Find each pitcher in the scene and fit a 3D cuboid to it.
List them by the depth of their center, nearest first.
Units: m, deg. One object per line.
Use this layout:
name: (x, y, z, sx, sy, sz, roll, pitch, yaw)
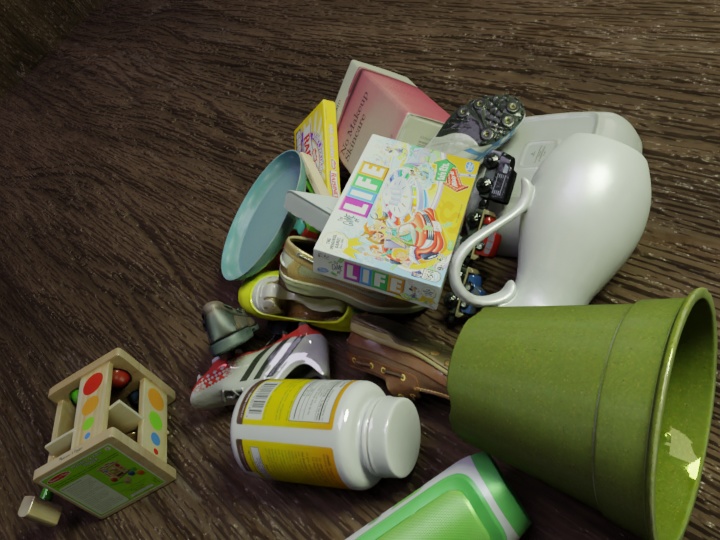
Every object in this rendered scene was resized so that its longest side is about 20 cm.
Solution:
pitcher: (0.189, -0.037, 0.681, 0.204, 0.168, 0.121, -67, 14, 0)

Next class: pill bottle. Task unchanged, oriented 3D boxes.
pill bottle: (-0.038, 0.175, 0.739, 0.196, 0.110, 0.111, -4, 51, 32)

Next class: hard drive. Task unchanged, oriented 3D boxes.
hard drive: (0.019, -0.059, 0.852, 0.131, 0.196, 0.027, 32, 112, 46)

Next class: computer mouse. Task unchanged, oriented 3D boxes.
computer mouse: (-0.129, 0.088, 0.935, 0.058, 0.034, 0.201, 25, 72, 44)

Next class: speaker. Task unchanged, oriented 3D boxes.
speaker: (0.055, 0.253, 0.624, 0.198, 0.089, 0.089, -35, 42, 3)

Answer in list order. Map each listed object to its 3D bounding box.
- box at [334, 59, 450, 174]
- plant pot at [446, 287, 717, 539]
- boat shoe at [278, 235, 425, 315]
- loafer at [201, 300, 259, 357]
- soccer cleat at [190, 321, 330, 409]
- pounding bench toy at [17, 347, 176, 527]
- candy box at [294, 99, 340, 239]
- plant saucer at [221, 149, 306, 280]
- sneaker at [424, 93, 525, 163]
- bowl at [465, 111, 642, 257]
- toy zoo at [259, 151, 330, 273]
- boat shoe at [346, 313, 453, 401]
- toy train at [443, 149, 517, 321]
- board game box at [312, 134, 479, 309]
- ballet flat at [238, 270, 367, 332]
box: (0.042, -0.190, 0.963, 0.130, 0.107, 0.201, -65, 35, 25)
plant pot: (0.178, 0.104, 0.575, 0.186, 0.201, 0.203, 8, 58, 37)
boat shoe: (0.000, 0.000, 0.822, 0.194, 0.078, 0.073, 7, 38, -8)
loafer: (-0.173, 0.067, 0.889, 0.071, 0.064, 0.200, -27, 2, -10)
soccer cleat: (-0.126, 0.140, 0.861, 0.196, 0.069, 0.086, -25, 53, 5)
pounding bench toy: (-0.361, 0.226, 0.910, 0.197, 0.125, 0.158, -29, 42, 10)
candy box: (-0.064, -0.135, 1.004, 0.102, 0.026, 0.206, -28, 60, 52)
plant saucer: (-0.132, -0.073, 0.959, 0.199, 0.027, 0.204, -41, 34, 35)
sneaker: (0.121, -0.142, 0.854, 0.198, 0.072, 0.073, -38, 63, 15)
bowl: (0.226, -0.116, 0.833, 0.196, 0.075, 0.203, 5, 59, 38)
toy zoo: (-0.109, -0.052, 0.989, 0.202, 0.020, 0.132, -57, 37, 25)
boat shoe: (0.063, 0.112, 0.764, 0.197, 0.071, 0.069, 23, 101, 36)
toy train: (0.142, -0.036, 0.792, 0.045, 0.034, 0.205, 18, 95, 26)
board game box: (0.044, -0.060, 0.731, 0.131, 0.035, 0.202, 15, 48, 9)
ballet flat: (-0.084, 0.036, 0.886, 0.195, 0.067, 0.069, 10, 83, 22)
